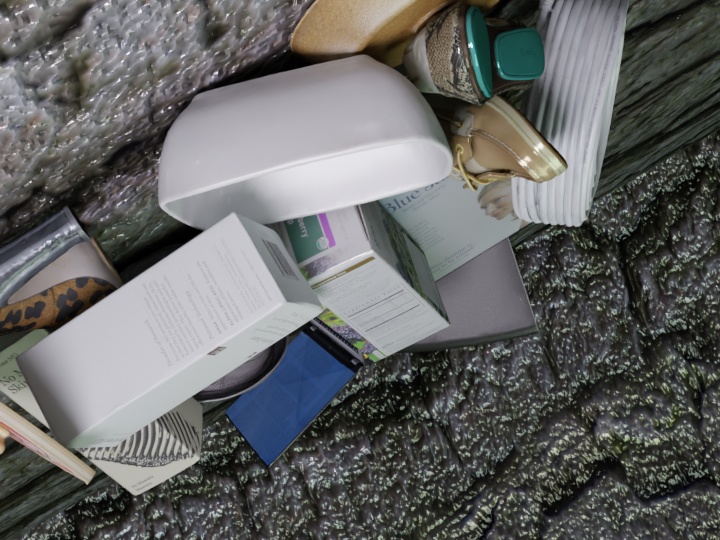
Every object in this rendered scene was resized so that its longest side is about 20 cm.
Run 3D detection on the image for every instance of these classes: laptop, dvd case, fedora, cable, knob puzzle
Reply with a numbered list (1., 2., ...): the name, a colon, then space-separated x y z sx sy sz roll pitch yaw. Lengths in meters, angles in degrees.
1. laptop: -0.074 0.057 1.400 0.115 0.202 0.187 -12 -166 -16
2. dvd case: 0.085 -0.059 1.279 0.142 0.018 0.200 -31 152 5
3. fedora: -0.159 0.036 1.325 0.198 0.178 0.091 3 126 -12
4. cable: 0.176 -0.136 1.208 0.069 0.202 0.200 10 168 11
5. knob puzzle: -0.275 0.097 1.002 0.031 0.219 0.220 -57 179 -15

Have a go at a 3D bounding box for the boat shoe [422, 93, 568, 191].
1. boat shoe: 0.090 -0.096 1.104 0.066 0.074 0.200 -47 -154 -1

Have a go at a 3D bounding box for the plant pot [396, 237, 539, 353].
1. plant pot: 0.061 -0.017 1.492 0.176 0.202 0.200 -21 -170 3

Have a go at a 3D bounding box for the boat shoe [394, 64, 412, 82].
1. boat shoe: -0.005 -0.120 1.144 0.201 0.061 0.072 -33 172 17

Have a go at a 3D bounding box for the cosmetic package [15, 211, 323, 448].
1. cosmetic package: -0.140 0.048 1.067 0.199 0.082 0.113 -35 168 9

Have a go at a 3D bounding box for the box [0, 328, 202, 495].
1. box: -0.224 0.098 1.208 0.082 0.200 0.069 -31 -144 21

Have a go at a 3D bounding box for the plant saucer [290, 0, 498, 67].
1. plant saucer: 0.045 -0.188 0.992 0.199 0.036 0.200 -30 173 -4

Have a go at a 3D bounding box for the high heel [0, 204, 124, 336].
1. high heel: -0.251 0.029 1.089 0.142 0.072 0.200 -33 160 -6

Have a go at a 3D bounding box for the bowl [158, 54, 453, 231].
1. bowl: -0.039 -0.090 1.014 0.198 0.075 0.200 -12 174 6

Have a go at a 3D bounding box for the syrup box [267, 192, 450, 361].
1. syrup box: 0.000 0.000 1.203 0.081 0.079 0.200 -26 153 13

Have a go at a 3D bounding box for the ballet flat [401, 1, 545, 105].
1. ballet flat: 0.072 -0.148 1.017 0.075 0.069 0.200 -6 -176 22
